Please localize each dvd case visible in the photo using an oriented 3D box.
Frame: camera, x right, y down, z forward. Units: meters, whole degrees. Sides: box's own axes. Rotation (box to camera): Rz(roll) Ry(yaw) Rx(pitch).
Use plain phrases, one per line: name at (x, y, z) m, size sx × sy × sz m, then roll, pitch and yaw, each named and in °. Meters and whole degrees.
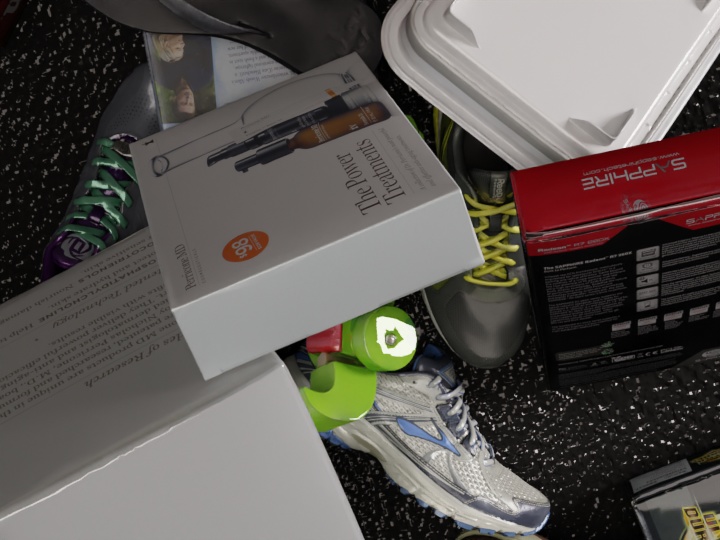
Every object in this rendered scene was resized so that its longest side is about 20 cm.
dvd case at (-0.065, -0.155, 0.778) m, size 0.142 × 0.018 × 0.201 m, roll -11°, pitch 97°, yaw -12°

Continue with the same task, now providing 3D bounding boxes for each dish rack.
dish rack at (0.127, -0.152, 0.721) m, size 0.171 × 0.044 × 0.200 m, roll 37°, pitch 67°, yaw 0°

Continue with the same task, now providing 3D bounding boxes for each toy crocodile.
toy crocodile at (0.000, 0.000, 0.748) m, size 0.062 × 0.067 × 0.201 m, roll 21°, pitch 74°, yaw -31°

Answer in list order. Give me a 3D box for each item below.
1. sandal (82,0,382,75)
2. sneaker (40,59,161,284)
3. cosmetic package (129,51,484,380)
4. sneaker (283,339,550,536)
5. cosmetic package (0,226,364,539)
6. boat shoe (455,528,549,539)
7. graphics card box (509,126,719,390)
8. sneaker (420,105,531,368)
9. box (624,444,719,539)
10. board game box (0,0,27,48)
sandal at (-0.077, -0.167, 0.742) m, size 0.200 × 0.043 × 0.076 m, roll 15°, pitch 92°, yaw -13°
sneaker at (-0.154, -0.036, 0.787) m, size 0.074 × 0.088 × 0.200 m, roll 20°, pitch 100°, yaw 2°
cosmetic package at (-0.039, -0.039, 0.676) m, size 0.150 × 0.200 × 0.052 m, roll -25°, pitch 123°, yaw -3°
sneaker at (0.043, 0.096, 0.797) m, size 0.200 × 0.077 × 0.085 m, roll 32°, pitch 95°, yaw 0°
cosmetic package at (-0.122, 0.107, 0.706) m, size 0.166 × 0.200 × 0.168 m, roll -28°, pitch 123°, yaw -12°
boat shoe at (0.143, 0.219, 0.776) m, size 0.202 × 0.075 × 0.075 m, roll 9°, pitch 109°, yaw 23°
graphics card box at (0.158, 0.000, 0.716) m, size 0.125 × 0.200 × 0.051 m, roll -13°, pitch 59°, yaw 7°
sneaker at (0.072, -0.035, 0.766) m, size 0.074 × 0.085 × 0.201 m, roll -4°, pitch 97°, yaw -1°
box at (0.281, 0.202, 0.803) m, size 0.159 × 0.046 × 0.200 m, roll -22°, pitch 95°, yaw 9°
board game box at (-0.197, -0.227, 0.757) m, size 0.019 × 0.103 × 0.200 m, roll 30°, pitch 100°, yaw -2°
